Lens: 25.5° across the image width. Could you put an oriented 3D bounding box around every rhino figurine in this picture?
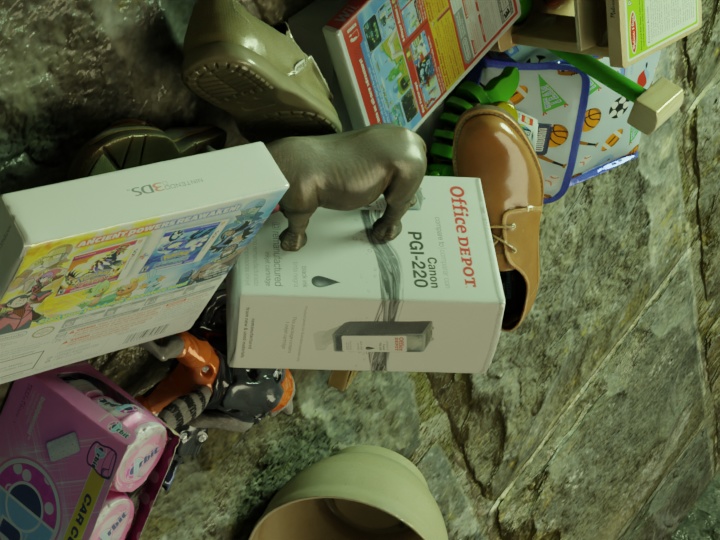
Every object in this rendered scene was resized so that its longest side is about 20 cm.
[{"bbox_3d":[-0.042,-0.062,1.145,0.200,0.060,0.087,-8,138,-19],"label":"rhino figurine"}]

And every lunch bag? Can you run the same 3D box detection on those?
[{"bbox_3d":[0.178,-0.161,1.491,0.200,0.124,0.170,-21,139,-28],"label":"lunch bag"}]

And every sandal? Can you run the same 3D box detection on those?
[{"bbox_3d":[-0.153,-0.077,1.093,0.082,0.055,0.200,-61,169,20],"label":"sandal"}]

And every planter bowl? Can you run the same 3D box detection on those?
[{"bbox_3d":[-0.001,0.260,1.589,0.135,0.200,0.200,-68,173,-56],"label":"planter bowl"}]

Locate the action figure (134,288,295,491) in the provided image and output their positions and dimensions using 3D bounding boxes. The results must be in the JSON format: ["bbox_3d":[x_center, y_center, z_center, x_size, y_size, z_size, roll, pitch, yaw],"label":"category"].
[{"bbox_3d":[-0.129,0.113,1.282,0.193,0.105,0.200,-3,120,-47],"label":"action figure"}]

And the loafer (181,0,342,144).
[{"bbox_3d":[-0.065,-0.139,1.131,0.200,0.076,0.067,38,48,-69],"label":"loafer"}]

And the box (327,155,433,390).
[{"bbox_3d":[0.028,-0.008,1.446,0.163,0.021,0.200,-53,163,-66],"label":"box"}]

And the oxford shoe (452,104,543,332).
[{"bbox_3d":[0.116,-0.039,1.298,0.071,0.071,0.200,-76,156,-56],"label":"oxford shoe"}]

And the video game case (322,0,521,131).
[{"bbox_3d":[0.053,-0.193,1.229,0.200,0.017,0.143,-49,144,-25],"label":"video game case"}]

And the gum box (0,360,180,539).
[{"bbox_3d":[-0.220,0.169,1.169,0.066,0.113,0.200,-5,123,-58],"label":"gum box"}]

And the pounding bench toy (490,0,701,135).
[{"bbox_3d":[0.190,-0.222,1.355,0.124,0.156,0.200,-31,123,-41],"label":"pounding bench toy"}]

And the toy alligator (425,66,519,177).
[{"bbox_3d":[0.078,-0.091,1.348,0.054,0.059,0.200,27,83,-31],"label":"toy alligator"}]

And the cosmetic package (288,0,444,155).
[{"bbox_3d":[0.008,-0.148,1.282,0.151,0.052,0.200,-42,150,-35],"label":"cosmetic package"}]

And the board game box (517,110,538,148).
[{"bbox_3d":[0.096,-0.035,1.431,0.200,0.035,0.126,-58,-169,37],"label":"board game box"}]

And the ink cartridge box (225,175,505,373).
[{"bbox_3d":[0.000,0.000,1.214,0.200,0.146,0.085,3,135,-10],"label":"ink cartridge box"}]

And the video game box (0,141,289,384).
[{"bbox_3d":[-0.168,-0.001,1.046,0.200,0.047,0.182,-16,158,-40],"label":"video game box"}]
